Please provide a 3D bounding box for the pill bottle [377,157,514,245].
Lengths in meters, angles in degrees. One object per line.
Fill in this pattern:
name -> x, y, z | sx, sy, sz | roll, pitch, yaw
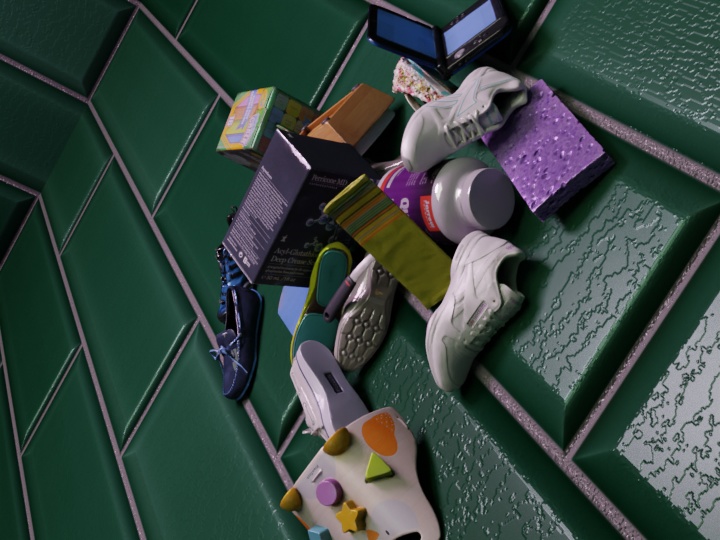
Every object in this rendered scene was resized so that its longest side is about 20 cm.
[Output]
pill bottle -> 0.111, -0.090, 1.432 | 0.199, 0.112, 0.114 | 0, 68, 58

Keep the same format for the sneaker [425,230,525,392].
sneaker -> 0.141, 0.054, 1.318 | 0.099, 0.074, 0.203 | 16, 90, 42

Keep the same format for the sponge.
sponge -> 0.229, -0.154, 1.355 | 0.111, 0.030, 0.201 | -41, 36, 14

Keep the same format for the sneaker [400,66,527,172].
sneaker -> 0.132, -0.194, 1.385 | 0.200, 0.071, 0.080 | -42, 36, -20

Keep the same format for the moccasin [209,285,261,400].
moccasin -> -0.219, 0.121, 1.834 | 0.080, 0.068, 0.202 | -33, 44, 42

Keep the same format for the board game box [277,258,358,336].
board game box -> -0.049, 0.043, 1.660 | 0.159, 0.039, 0.200 | -56, 39, 13

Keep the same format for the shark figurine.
shark figurine -> 0.042, -0.165, 1.621 | 0.214, 0.089, 0.130 | -31, 46, 47

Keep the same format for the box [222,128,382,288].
box -> -0.084, -0.085, 1.576 | 0.107, 0.147, 0.201 | 48, 120, 38

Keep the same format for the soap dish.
soap dish -> -0.049, -0.207, 1.743 | 0.199, 0.081, 0.158 | -30, 17, 45

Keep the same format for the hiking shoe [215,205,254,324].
hiking shoe -> -0.230, -0.006, 1.926 | 0.074, 0.086, 0.202 | -10, 60, 54

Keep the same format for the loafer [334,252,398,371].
loafer -> 0.013, 0.046, 1.541 | 0.070, 0.069, 0.202 | -152, 85, -79

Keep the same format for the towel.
towel -> 0.047, -0.035, 1.416 | 0.086, 0.200, 0.018 | -36, 16, 38

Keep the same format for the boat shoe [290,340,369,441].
boat shoe -> -0.049, 0.200, 1.491 | 0.203, 0.074, 0.087 | 57, 134, 31

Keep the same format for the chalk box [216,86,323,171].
chalk box -> -0.151, -0.247, 1.943 | 0.199, 0.124, 0.125 | 6, 74, 57

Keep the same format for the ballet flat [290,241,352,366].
ballet flat -> -0.054, 0.052, 1.573 | 0.067, 0.066, 0.202 | -98, 23, -74

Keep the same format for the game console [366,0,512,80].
game console -> 0.110, -0.363, 1.547 | 0.170, 0.119, 0.201 | -34, 23, 18

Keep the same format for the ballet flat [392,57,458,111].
ballet flat -> 0.120, -0.228, 1.512 | 0.200, 0.075, 0.064 | 43, 116, 27

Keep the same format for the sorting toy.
sorting toy -> 0.011, 0.302, 1.329 | 0.180, 0.106, 0.201 | 46, 110, 30

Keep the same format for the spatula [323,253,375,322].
spatula -> 0.000, 0.000, 1.484 | 0.057, 0.020, 0.201 | 50, 121, 22
